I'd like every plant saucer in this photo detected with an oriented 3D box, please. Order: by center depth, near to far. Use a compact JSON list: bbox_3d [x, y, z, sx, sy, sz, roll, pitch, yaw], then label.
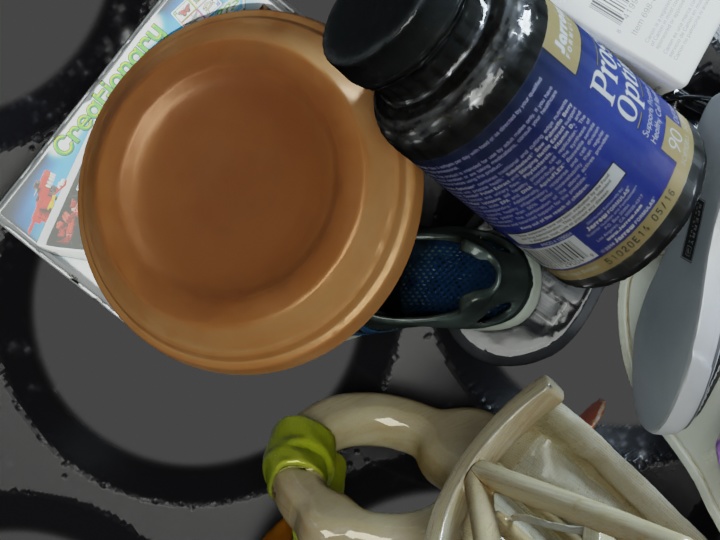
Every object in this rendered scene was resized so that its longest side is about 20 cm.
[{"bbox_3d":[-0.065,-0.045,1.504,0.199,0.037,0.201,-3,82,19],"label":"plant saucer"}]

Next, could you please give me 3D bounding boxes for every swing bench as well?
[{"bbox_3d":[0.145,0.193,1.474,0.130,0.200,0.199,-45,119,4],"label":"swing bench"}]

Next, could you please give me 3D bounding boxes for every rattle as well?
[{"bbox_3d":[0.041,0.147,1.602,0.199,0.130,0.143,-8,115,-26],"label":"rattle"}]

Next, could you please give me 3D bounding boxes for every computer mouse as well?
[{"bbox_3d":[0.124,-0.031,1.581,0.138,0.053,0.200,39,90,4],"label":"computer mouse"}]

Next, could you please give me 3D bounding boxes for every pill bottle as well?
[{"bbox_3d":[0.079,-0.086,1.457,0.200,0.112,0.112,37,99,-29],"label":"pill bottle"}]

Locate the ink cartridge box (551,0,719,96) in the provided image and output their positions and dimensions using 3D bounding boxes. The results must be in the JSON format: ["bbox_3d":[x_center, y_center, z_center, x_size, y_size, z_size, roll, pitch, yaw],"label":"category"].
[{"bbox_3d":[0.114,-0.205,1.513,0.200,0.085,0.146,31,83,-8],"label":"ink cartridge box"}]

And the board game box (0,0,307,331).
[{"bbox_3d":[-0.099,-0.071,1.577,0.126,0.035,0.200,39,98,-7],"label":"board game box"}]

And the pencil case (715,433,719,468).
[{"bbox_3d":[0.269,0.046,1.536,0.085,0.084,0.200,19,62,22],"label":"pencil case"}]

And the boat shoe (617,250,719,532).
[{"bbox_3d":[0.210,0.079,1.595,0.075,0.062,0.200,-33,79,17],"label":"boat shoe"}]

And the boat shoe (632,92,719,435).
[{"bbox_3d":[0.204,-0.002,1.535,0.066,0.070,0.201,6,105,-22],"label":"boat shoe"}]

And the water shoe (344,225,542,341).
[{"bbox_3d":[0.000,0.000,1.540,0.199,0.079,0.072,-5,81,27],"label":"water shoe"}]
